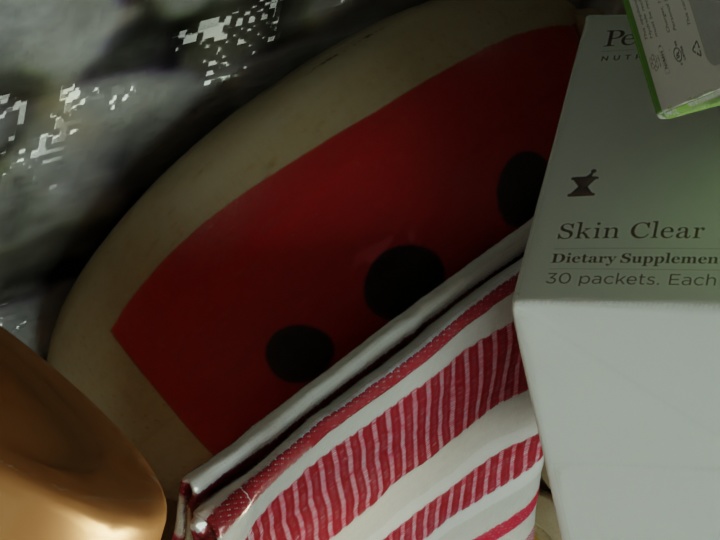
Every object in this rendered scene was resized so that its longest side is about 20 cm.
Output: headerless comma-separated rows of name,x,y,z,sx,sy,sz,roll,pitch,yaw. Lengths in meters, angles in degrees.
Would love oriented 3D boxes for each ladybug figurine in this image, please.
ladybug figurine,0.000,0.000,0.857,0.200,0.072,0.136,-42,149,16

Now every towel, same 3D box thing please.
towel,0.005,0.079,0.853,0.144,0.023,0.200,-37,154,-25

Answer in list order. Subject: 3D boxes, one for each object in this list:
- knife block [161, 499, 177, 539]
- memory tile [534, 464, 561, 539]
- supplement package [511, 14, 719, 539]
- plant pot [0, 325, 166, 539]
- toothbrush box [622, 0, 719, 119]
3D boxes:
knife block,-0.086,0.132,0.867,0.199,0.176,0.064,-2,140,-42
memory tile,0.093,0.073,0.936,0.017,0.200,0.154,-35,161,-47
supplement package,0.155,0.026,0.773,0.199,0.111,0.156,1,134,16
plant pot,-0.134,0.069,0.628,0.140,0.200,0.200,-55,147,6
toothbrush box,0.150,-0.134,0.709,0.199,0.146,0.086,-18,-178,-23
